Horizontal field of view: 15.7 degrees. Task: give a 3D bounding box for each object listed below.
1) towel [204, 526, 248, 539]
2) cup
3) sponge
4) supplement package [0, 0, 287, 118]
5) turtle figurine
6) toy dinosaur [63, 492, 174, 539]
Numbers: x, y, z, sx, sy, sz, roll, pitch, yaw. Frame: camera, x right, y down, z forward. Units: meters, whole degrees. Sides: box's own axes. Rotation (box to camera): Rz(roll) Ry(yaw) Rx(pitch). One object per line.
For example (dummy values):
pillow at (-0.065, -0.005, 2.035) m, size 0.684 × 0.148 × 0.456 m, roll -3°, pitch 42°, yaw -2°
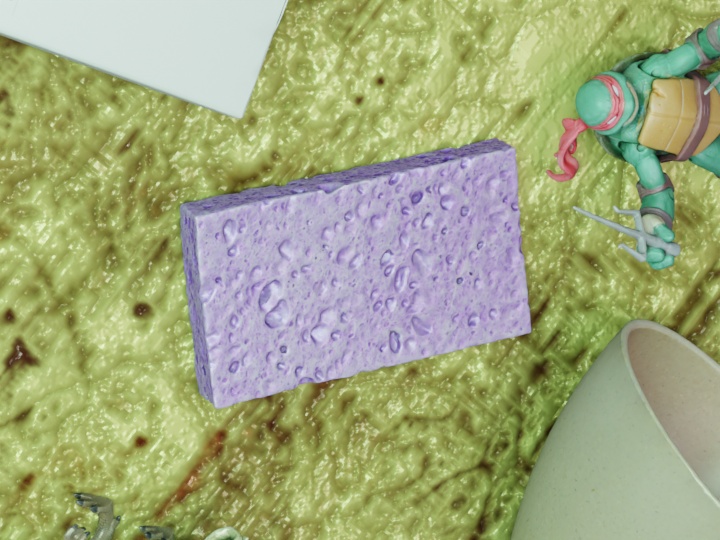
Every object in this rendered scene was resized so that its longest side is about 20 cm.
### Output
towel at (-0.111, 0.229, 1.397) m, size 0.148 × 0.036 × 0.200 m, roll -27°, pitch 141°, yaw -22°
cup at (0.170, 0.150, 1.489) m, size 0.200 × 0.200 × 0.143 m, roll 34°, pitch 113°, yaw -30°
sponge at (0.000, 0.000, 1.434) m, size 0.199 × 0.030 × 0.112 m, roll -13°, pitch 110°, yaw -24°
supplement package at (-0.142, -0.167, 1.260) m, size 0.200 × 0.120 × 0.122 m, roll 19°, pitch 93°, yaw -30°
turtle figurine at (0.187, -0.085, 1.468) m, size 0.200 × 0.101 × 0.150 m, roll 0°, pitch 120°, yaw -43°
toy dinosaur at (-0.142, 0.177, 1.404) m, size 0.200 × 0.058 × 0.101 m, roll 6°, pitch 108°, yaw -48°
